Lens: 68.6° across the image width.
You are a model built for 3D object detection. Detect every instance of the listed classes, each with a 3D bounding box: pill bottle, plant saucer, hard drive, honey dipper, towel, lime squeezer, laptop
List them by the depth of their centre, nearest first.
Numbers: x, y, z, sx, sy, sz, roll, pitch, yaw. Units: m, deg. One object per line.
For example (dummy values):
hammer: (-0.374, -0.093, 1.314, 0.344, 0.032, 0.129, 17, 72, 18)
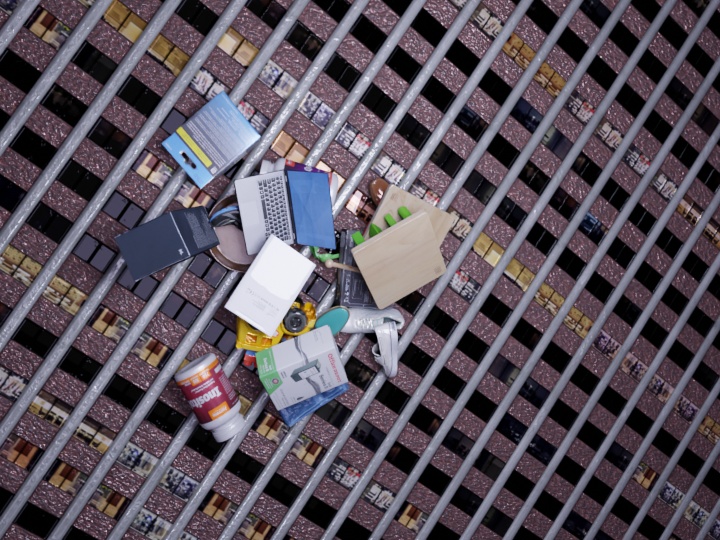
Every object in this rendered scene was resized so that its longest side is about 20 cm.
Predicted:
laptop: (-0.176, -0.131, 1.249, 0.197, 0.116, 0.191, -16, 116, -22)
hard drive: (-0.213, 0.035, 1.252, 0.131, 0.027, 0.202, 34, 81, -13)
pill bottle: (-0.374, 0.323, 1.334, 0.112, 0.113, 0.203, -28, 99, -8)
pill bottle: (-0.161, -0.216, 1.343, 0.196, 0.112, 0.115, 14, 91, -13)
plant saucer: (-0.298, -0.098, 1.363, 0.196, 0.034, 0.205, -1, 93, -13)
honey dipper: (0.000, 0.000, 1.365, 0.196, 0.038, 0.039, 13, 91, -19)
lime squeezer: (-0.104, -0.066, 1.404, 0.198, 0.038, 0.071, 31, 87, -11)
towel: (-0.139, 0.321, 1.417, 0.198, 0.048, 0.113, -30, 98, -8)

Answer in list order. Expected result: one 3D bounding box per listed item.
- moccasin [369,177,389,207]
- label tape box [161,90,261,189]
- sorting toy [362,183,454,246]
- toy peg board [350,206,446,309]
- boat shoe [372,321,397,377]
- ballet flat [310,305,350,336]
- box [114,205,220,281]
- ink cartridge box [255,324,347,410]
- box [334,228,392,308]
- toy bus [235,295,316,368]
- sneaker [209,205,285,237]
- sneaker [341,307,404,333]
moccasin: (0.092, -0.159, 1.418, 0.073, 0.078, 0.204, -30, 99, -9)
label tape box: (-0.368, -0.322, 1.317, 0.200, 0.063, 0.145, -42, 101, -6)
sorting toy: (0.107, -0.096, 1.358, 0.196, 0.070, 0.203, 23, 103, -21)
toy peg board: (0.085, -0.044, 1.297, 0.197, 0.098, 0.201, -29, 130, -2)
boat shoe: (0.063, 0.216, 1.405, 0.064, 0.073, 0.202, -7, 138, -5)
ballet flat: (-0.105, 0.163, 1.395, 0.071, 0.071, 0.200, 42, 97, -11)
box: (-0.443, -0.069, 1.232, 0.146, 0.200, 0.109, -22, 99, 8)
ink cartridge box: (-0.145, 0.243, 1.323, 0.197, 0.085, 0.148, -21, 131, -4)
box: (0.018, -0.003, 1.415, 0.155, 0.048, 0.205, 4, 93, -24)
toy bus: (-0.227, 0.158, 1.354, 0.196, 0.136, 0.196, 11, 104, -15)
sneaker: (-0.274, -0.116, 1.314, 0.195, 0.071, 0.085, 2, 87, -15)
sneaker: (0.025, 0.134, 1.424, 0.196, 0.080, 0.072, -4, 96, -10)
